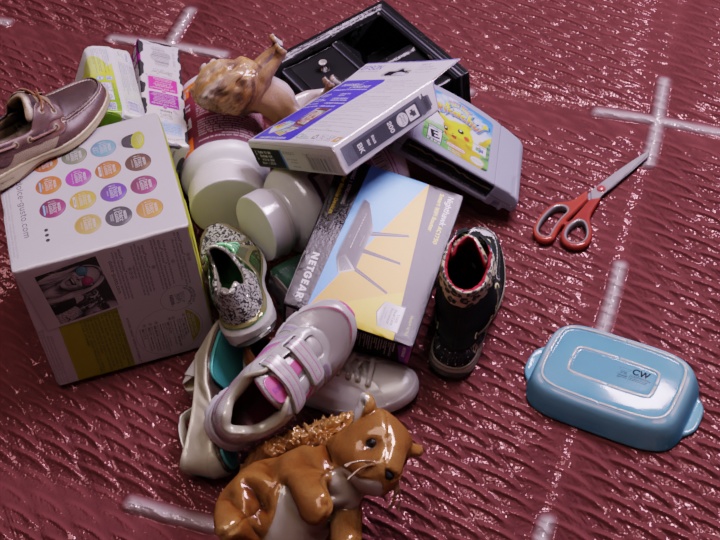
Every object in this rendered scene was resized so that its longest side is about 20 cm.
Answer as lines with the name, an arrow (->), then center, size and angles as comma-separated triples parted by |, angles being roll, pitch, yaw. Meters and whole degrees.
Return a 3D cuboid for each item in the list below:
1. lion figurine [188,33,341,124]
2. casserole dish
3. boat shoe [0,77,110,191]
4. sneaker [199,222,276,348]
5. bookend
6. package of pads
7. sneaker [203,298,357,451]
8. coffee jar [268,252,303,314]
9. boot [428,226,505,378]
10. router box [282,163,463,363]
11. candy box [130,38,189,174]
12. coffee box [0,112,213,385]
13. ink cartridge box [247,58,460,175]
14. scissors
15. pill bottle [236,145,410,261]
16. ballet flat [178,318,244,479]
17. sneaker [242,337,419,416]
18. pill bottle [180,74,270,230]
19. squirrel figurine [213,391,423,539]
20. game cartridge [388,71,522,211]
lion figurine -> -0.106, -0.213, 1.644 | 0.123, 0.199, 0.073 | -50, 34, 14
casserole dish -> 0.272, 0.119, 1.436 | 0.198, 0.039, 0.122 | 19, 54, 22
boat shoe -> -0.365, -0.167, 1.488 | 0.072, 0.072, 0.200 | 32, 57, 33
sneaker -> -0.146, -0.007, 1.495 | 0.076, 0.089, 0.201 | -24, 40, -4
bookend -> 0.008, -0.233, 1.749 | 0.199, 0.093, 0.199 | -30, 51, -17
package of pads -> -0.326, -0.158, 1.656 | 0.068, 0.201, 0.155 | 6, 39, -26
sneaker -> -0.076, 0.112, 1.370 | 0.081, 0.088, 0.200 | 43, 85, -5
coffee jar -> 0.000, 0.000, 1.547 | 0.199, 0.086, 0.104 | -30, 53, -19
boot -> 0.126, -0.001, 1.481 | 0.073, 0.154, 0.205 | 13, 53, 8
router box -> 0.015, -0.014, 1.474 | 0.148, 0.051, 0.201 | 18, 62, 4
candy box -> -0.272, -0.179, 1.705 | 0.060, 0.137, 0.201 | 9, 43, -22
coffee box -> -0.289, -0.025, 1.532 | 0.196, 0.201, 0.201 | -15, 47, -7
ink cartridge box -> -0.003, -0.179, 1.541 | 0.199, 0.044, 0.197 | -37, 24, -23
scissors -> 0.283, -0.096, 1.641 | 0.073, 0.014, 0.200 | 22, 56, 27
pill bottle -> -0.046, -0.089, 1.599 | 0.199, 0.113, 0.112 | -28, 50, -28
ballet flat -> -0.169, 0.140, 1.466 | 0.069, 0.070, 0.201 | -4, 49, 4
sneaker -> -0.036, 0.109, 1.458 | 0.198, 0.085, 0.073 | 3, 47, 9
pill bottle -> -0.174, -0.148, 1.685 | 0.113, 0.115, 0.201 | -10, 47, -1
squirrel figurine -> -0.034, 0.196, 1.320 | 0.187, 0.141, 0.200 | -43, 19, 10
game cartridge -> 0.112, -0.163, 1.635 | 0.199, 0.041, 0.134 | 28, 37, -14
